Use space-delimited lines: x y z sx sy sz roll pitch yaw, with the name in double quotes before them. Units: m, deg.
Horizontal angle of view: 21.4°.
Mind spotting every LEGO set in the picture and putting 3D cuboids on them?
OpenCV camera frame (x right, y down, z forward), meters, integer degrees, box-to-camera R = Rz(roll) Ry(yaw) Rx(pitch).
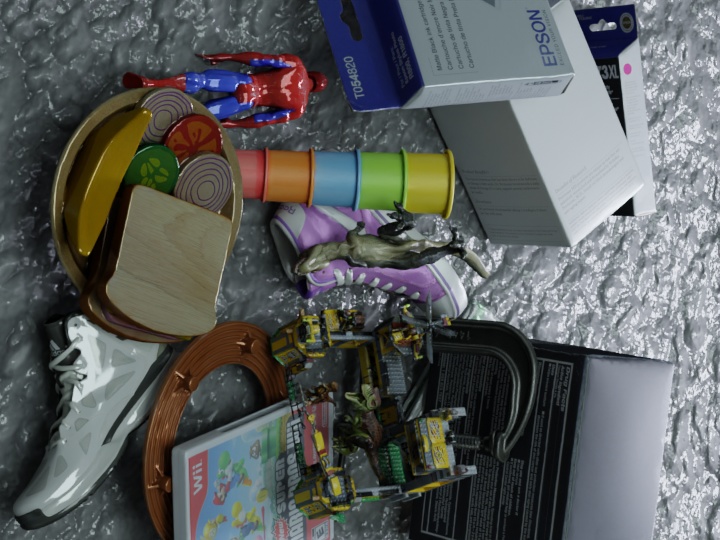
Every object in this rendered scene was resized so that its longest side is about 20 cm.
"LEGO set" 0.016 0.111 1.596 0.153 0.116 0.201 11 66 -35

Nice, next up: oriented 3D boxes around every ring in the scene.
"ring" -0.112 0.142 1.594 0.200 0.019 0.201 -22 118 -52

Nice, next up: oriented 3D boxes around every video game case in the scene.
"video game case" -0.087 0.190 1.609 0.200 0.017 0.144 -20 114 -52

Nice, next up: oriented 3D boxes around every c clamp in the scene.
"c clamp" 0.065 0.123 1.672 0.027 0.199 0.172 15 74 -59

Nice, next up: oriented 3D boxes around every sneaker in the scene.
"sneaker" 0.000 0.000 1.688 0.200 0.073 0.114 44 70 -19
"sneaker" -0.234 0.104 1.517 0.115 0.076 0.201 49 56 -19

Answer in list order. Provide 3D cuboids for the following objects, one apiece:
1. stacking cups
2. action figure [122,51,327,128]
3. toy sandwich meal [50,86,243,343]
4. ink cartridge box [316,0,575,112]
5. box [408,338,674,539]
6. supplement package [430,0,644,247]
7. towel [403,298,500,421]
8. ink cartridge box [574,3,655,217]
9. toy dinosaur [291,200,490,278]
"stacking cups" -0.022 -0.076 1.610 0.199 0.061 0.061 2 91 -10
"action figure" -0.109 -0.150 1.606 0.199 0.052 0.066 -10 102 -36
"toy sandwich meal" -0.158 -0.044 1.507 0.205 0.070 0.206 -8 103 -40
"ink cartridge box" 0.064 -0.234 1.647 0.199 0.041 0.200 -8 64 -20
"box" 0.160 0.165 1.701 0.123 0.198 0.201 6 91 -38
"supplement package" 0.155 -0.136 1.767 0.117 0.117 0.200 -38 115 -29
"towel" 0.128 0.140 1.818 0.200 0.031 0.150 42 70 -33
"ink cartridge box" 0.232 -0.152 1.838 0.037 0.095 0.201 -10 98 -36
"toy dinosaur" 0.041 -0.020 1.625 0.199 0.088 0.048 3 70 -26
